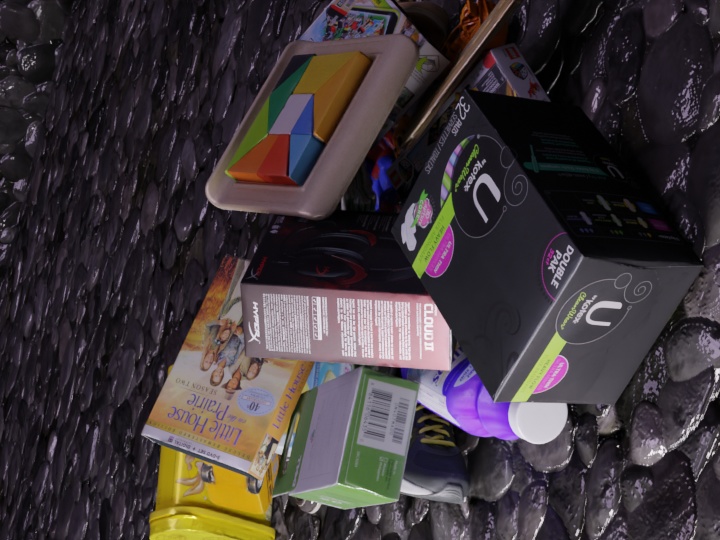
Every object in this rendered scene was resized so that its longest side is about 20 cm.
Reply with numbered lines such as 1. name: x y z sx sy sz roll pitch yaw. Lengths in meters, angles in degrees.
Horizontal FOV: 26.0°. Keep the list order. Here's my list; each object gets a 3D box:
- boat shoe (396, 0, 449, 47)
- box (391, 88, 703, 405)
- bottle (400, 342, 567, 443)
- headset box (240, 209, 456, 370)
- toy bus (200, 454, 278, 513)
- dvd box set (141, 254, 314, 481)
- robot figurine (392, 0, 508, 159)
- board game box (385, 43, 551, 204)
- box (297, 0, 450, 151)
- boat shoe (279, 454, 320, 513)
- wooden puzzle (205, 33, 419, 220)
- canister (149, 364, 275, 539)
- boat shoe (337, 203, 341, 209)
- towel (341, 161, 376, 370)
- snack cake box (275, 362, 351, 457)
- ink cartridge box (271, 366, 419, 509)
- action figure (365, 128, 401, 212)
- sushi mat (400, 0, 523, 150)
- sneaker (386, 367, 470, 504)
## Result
1. boat shoe: 0.033 -0.257 1.637 0.199 0.074 0.070 -7 48 59
2. box: 0.137 -0.018 1.197 0.149 0.123 0.201 -62 40 32
3. bottle: 0.105 0.097 1.311 0.084 0.065 0.200 -45 23 -8
4. headset box: 0.010 0.013 1.342 0.149 0.198 0.076 -69 -20 -59
5. toy bus: -0.127 0.169 1.632 0.079 0.064 0.201 -63 -22 -46
6. dvd box set: -0.114 0.090 1.513 0.145 0.029 0.201 14 72 37
7. robot figurine: 0.087 -0.152 1.483 0.146 0.058 0.201 -100 31 -44
8. board game box: 0.107 -0.090 1.377 0.127 0.034 0.200 60 142 14
9. box: 0.005 -0.201 1.463 0.110 0.035 0.200 -47 33 10
10. boat shoe: -0.070 0.163 1.699 0.067 0.056 0.202 -37 47 56
11. wooden puzzle: -0.052 -0.135 1.406 0.199 0.037 0.186 12 69 55
12. canister: -0.161 0.215 1.773 0.086 0.148 0.202 -21 57 42
13. boat shoe: -0.030 -0.082 1.656 0.203 0.064 0.075 112 176 -54
14. towel: 0.000 0.000 1.503 0.149 0.030 0.202 -97 4 -69
15. snack cake box: -0.049 0.090 1.601 0.067 0.115 0.202 0 77 25
16. ink cartridge box: -0.015 0.156 1.405 0.200 0.059 0.105 149 135 -67
17. action figure: 0.027 -0.095 1.591 0.066 0.051 0.201 114 156 -46
18. sushi mat: 0.098 -0.192 1.352 0.200 0.012 0.096 -52 9 30
19. sneaker: 0.050 0.141 1.420 0.200 0.074 0.085 47 122 61
